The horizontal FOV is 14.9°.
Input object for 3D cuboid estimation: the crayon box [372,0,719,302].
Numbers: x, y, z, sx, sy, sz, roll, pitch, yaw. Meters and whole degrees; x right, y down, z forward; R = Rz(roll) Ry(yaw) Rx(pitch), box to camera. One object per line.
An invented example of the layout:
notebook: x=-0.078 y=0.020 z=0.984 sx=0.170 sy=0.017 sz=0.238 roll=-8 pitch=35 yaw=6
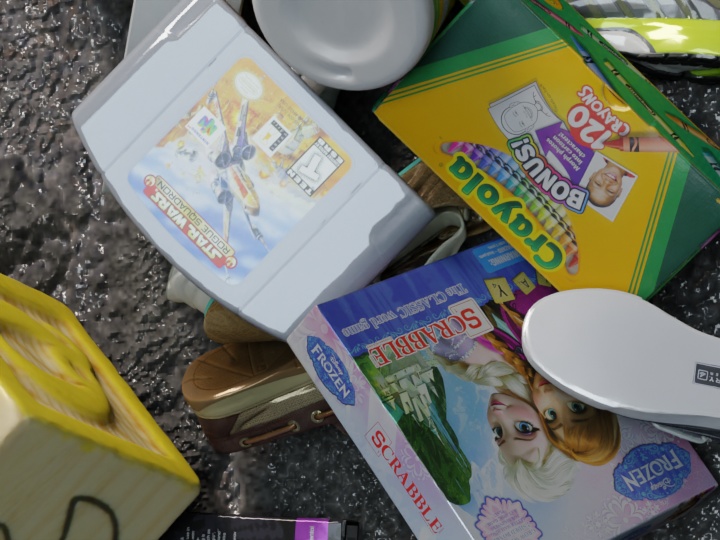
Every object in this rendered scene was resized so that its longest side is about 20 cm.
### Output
crayon box: x=0.121 y=-0.074 z=1.637 sx=0.200 sy=0.058 sz=0.119 roll=43 pitch=117 yaw=-2

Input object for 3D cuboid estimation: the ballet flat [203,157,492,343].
ballet flat: x=0.000 y=0.000 z=1.688 sx=0.199 sy=0.068 sz=0.072 roll=-32 pitch=58 yaw=-10

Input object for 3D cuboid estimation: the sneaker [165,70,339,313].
sneaker: x=-0.046 y=-0.055 z=1.740 sx=0.080 sy=0.070 sz=0.201 roll=28 pitch=97 yaw=3

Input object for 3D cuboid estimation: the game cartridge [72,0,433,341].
game cartridge: x=-0.071 y=-0.057 z=1.640 sx=0.200 sy=0.042 sz=0.133 roll=45 pitch=87 yaw=6

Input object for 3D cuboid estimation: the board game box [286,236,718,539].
board game box: x=0.086 y=0.084 z=1.612 sx=0.200 sy=0.200 sz=0.041 roll=55 pitch=135 yaw=14

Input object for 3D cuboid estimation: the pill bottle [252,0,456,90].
pill bottle: x=0.019 y=-0.204 z=1.651 sx=0.110 sy=0.200 sz=0.112 roll=12 pitch=128 yaw=15

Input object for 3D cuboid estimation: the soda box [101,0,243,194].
soda box: x=-0.112 y=-0.143 z=1.716 sx=0.068 sy=0.064 sz=0.201 roll=10 pitch=115 yaw=-5

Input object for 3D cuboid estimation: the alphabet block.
alphabet block: x=-0.257 y=0.122 z=1.701 sx=0.200 sy=0.195 sz=0.196 roll=-48 pitch=55 yaw=10

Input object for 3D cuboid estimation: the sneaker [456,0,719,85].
sneaker: x=0.157 y=-0.164 z=1.680 sx=0.199 sy=0.074 sz=0.081 roll=8 pitch=78 yaw=13

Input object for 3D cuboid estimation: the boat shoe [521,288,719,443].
boat shoe: x=0.190 y=0.066 z=1.622 sx=0.199 sy=0.068 sz=0.072 roll=12 pitch=68 yaw=0

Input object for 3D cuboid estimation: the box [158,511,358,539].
box: x=-0.102 y=0.224 z=1.744 sx=0.199 sy=0.036 sz=0.144 roll=2 pitch=85 yaw=18

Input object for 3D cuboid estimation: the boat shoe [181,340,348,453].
boat shoe: x=-0.008 y=0.068 z=1.715 sx=0.199 sy=0.072 sz=0.072 roll=-18 pitch=122 yaw=4
